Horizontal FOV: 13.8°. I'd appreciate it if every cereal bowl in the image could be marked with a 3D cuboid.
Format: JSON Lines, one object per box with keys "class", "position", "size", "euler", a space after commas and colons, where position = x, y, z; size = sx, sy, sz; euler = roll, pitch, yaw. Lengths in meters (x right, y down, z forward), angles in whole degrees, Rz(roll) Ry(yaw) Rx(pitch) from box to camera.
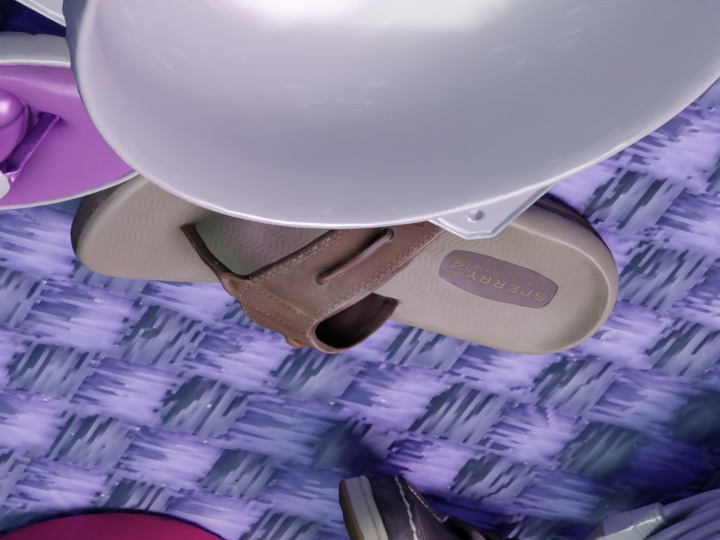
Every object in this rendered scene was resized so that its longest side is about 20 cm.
{"class": "cereal bowl", "position": [0.012, -0.100, 0.814], "size": [0.200, 0.083, 0.200], "euler": [-11, 147, -7]}

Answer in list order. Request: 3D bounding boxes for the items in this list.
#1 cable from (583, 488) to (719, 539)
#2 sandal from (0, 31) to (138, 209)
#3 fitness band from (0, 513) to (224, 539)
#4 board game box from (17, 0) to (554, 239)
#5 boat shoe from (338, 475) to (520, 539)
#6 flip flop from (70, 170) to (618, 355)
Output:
{"class": "cable", "position": [0.203, 0.138, 1.160], "size": [0.200, 0.069, 0.200], "euler": [-23, 144, 36]}
{"class": "sandal", "position": [-0.158, -0.031, 0.946], "size": [0.202, 0.050, 0.082], "euler": [-4, 148, 8]}
{"class": "fitness band", "position": [-0.116, 0.169, 1.202], "size": [0.143, 0.037, 0.200], "euler": [16, 132, -21]}
{"class": "board game box", "position": [0.021, -0.111, 0.898], "size": [0.200, 0.026, 0.200], "euler": [28, 131, -26]}
{"class": "boat shoe", "position": [0.047, 0.131, 1.161], "size": [0.066, 0.072, 0.201], "euler": [-21, 142, 6]}
{"class": "flip flop", "position": [0.000, 0.000, 1.013], "size": [0.200, 0.058, 0.081], "euler": [15, 133, -24]}
